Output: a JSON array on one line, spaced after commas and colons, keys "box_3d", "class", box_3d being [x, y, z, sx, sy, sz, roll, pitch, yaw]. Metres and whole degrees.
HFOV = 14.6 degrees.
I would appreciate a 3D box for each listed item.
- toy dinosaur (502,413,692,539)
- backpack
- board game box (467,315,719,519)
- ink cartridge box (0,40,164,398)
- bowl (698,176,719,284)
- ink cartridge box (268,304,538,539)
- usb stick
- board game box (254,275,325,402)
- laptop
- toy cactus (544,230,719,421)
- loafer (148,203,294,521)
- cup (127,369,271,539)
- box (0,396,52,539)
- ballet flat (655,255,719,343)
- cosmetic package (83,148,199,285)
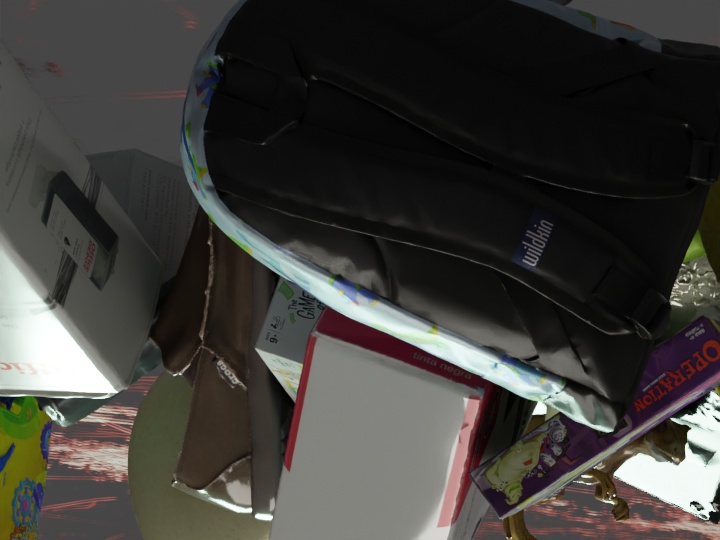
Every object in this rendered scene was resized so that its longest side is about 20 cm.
[{"box_3d": [0.095, 0.103, 1.567, 0.199, 0.107, 0.060, 7, 174, 29], "class": "toy dinosaur"}, {"box_3d": [0.025, -0.044, 1.125, 0.199, 0.164, 0.154, 17, 180, -18], "class": "backpack"}, {"box_3d": [0.115, 0.064, 1.251, 0.120, 0.032, 0.200, -39, 172, 7], "class": "board game box"}, {"box_3d": [-0.203, -0.023, 1.359, 0.145, 0.085, 0.200, 1, 146, 24], "class": "ink cartridge box"}, {"box_3d": [0.227, 0.009, 1.228, 0.199, 0.108, 0.200, 22, 177, 1], "class": "bowl"}, {"box_3d": [0.034, 0.042, 1.279, 0.083, 0.200, 0.146, 18, 126, 10], "class": "ink cartridge box"}, {"box_3d": [-0.084, 0.014, 1.445, 0.200, 0.033, 0.055, -35, 168, -3], "class": "usb stick"}, {"box_3d": [0.000, 0.000, 1.363, 0.034, 0.135, 0.200, 17, 169, 10], "class": "board game box"}, {"box_3d": [0.147, 0.059, 1.607, 0.177, 0.103, 0.200, 24, 144, 12], "class": "laptop"}, {"box_3d": [0.132, 0.035, 1.456, 0.199, 0.102, 0.165, 14, 126, 0], "class": "toy cactus"}, {"box_3d": [-0.071, 0.026, 1.380, 0.071, 0.201, 0.073, -1, -172, 6], "class": "loafer"}, {"box_3d": [-0.019, 0.107, 1.671, 0.200, 0.201, 0.143, 12, 151, -25], "class": "cup"}, {"box_3d": [-0.262, 0.046, 1.559, 0.122, 0.201, 0.193, 1, 166, 23], "class": "box"}, {"box_3d": [0.182, 0.026, 1.566, 0.071, 0.072, 0.200, 4, 167, 10], "class": "ballet flat"}, {"box_3d": [-0.099, -0.005, 1.547, 0.101, 0.072, 0.200, -4, 164, 36], "class": "cosmetic package"}]
